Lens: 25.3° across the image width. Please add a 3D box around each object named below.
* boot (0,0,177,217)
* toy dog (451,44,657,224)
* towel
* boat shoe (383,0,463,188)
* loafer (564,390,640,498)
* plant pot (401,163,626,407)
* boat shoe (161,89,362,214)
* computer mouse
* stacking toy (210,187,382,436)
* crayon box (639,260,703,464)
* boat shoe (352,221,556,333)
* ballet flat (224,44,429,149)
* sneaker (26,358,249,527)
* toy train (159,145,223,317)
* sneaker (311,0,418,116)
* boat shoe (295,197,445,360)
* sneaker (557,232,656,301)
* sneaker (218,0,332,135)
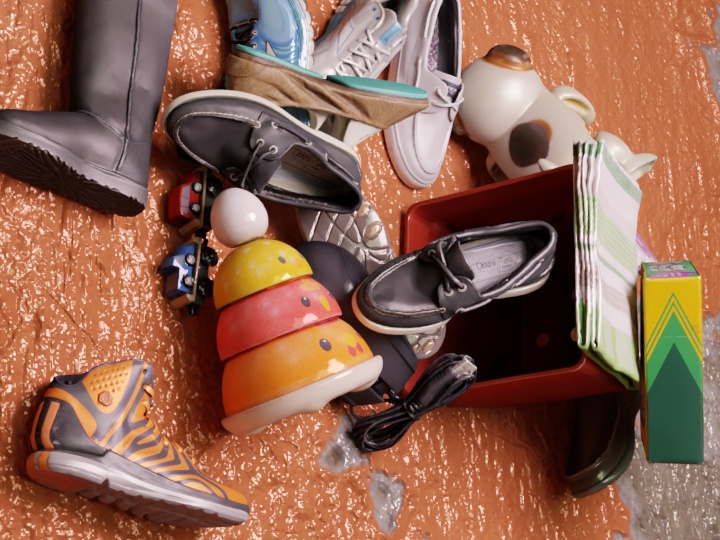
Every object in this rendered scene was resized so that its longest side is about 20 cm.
[{"bbox_3d":[-0.231,-0.165,1.320,0.164,0.065,0.202,28,61,-44],"label":"boot"},{"bbox_3d":[0.171,-0.132,1.643,0.200,0.140,0.194,49,27,13],"label":"toy dog"},{"bbox_3d":[0.232,-0.005,1.464,0.149,0.030,0.202,32,54,-56],"label":"towel"},{"bbox_3d":[0.073,-0.184,1.607,0.072,0.068,0.202,17,73,-39],"label":"boat shoe"},{"bbox_3d":[0.246,0.154,1.672,0.070,0.075,0.201,45,41,-17],"label":"loafer"},{"bbox_3d":[0.171,0.038,1.561,0.176,0.199,0.201,29,57,-49],"label":"plant pot"},{"bbox_3d":[-0.078,-0.093,1.376,0.199,0.075,0.066,24,31,-36],"label":"boat shoe"},{"bbox_3d":[-0.002,0.063,1.427,0.200,0.138,0.053,51,19,-7],"label":"computer mouse"},{"bbox_3d":[-0.079,0.026,1.348,0.146,0.146,0.201,-21,88,-45],"label":"stacking toy"},{"bbox_3d":[0.302,0.083,1.557,0.200,0.058,0.174,-29,119,-80],"label":"crayon box"},{"bbox_3d":[0.088,-0.001,1.393,0.198,0.066,0.075,-10,63,-23],"label":"boat shoe"},{"bbox_3d":[-0.034,-0.146,1.425,0.199,0.068,0.073,9,103,-31],"label":"ballet flat"},{"bbox_3d":[-0.165,0.133,1.273,0.199,0.077,0.113,27,60,-35],"label":"sneaker"},{"bbox_3d":[-0.145,-0.057,1.389,0.046,0.034,0.202,18,64,-35],"label":"toy train"},{"bbox_3d":[-0.001,-0.214,1.544,0.075,0.086,0.201,45,51,-25],"label":"sneaker"},{"bbox_3d":[0.000,0.000,1.485,0.075,0.072,0.201,-33,93,-13],"label":"boat shoe"},{"bbox_3d":[0.260,-0.007,1.734,0.081,0.088,0.200,51,22,8],"label":"sneaker"},{"bbox_3d":[-0.090,-0.185,1.457,0.090,0.078,0.201,-13,85,-42],"label":"sneaker"}]
